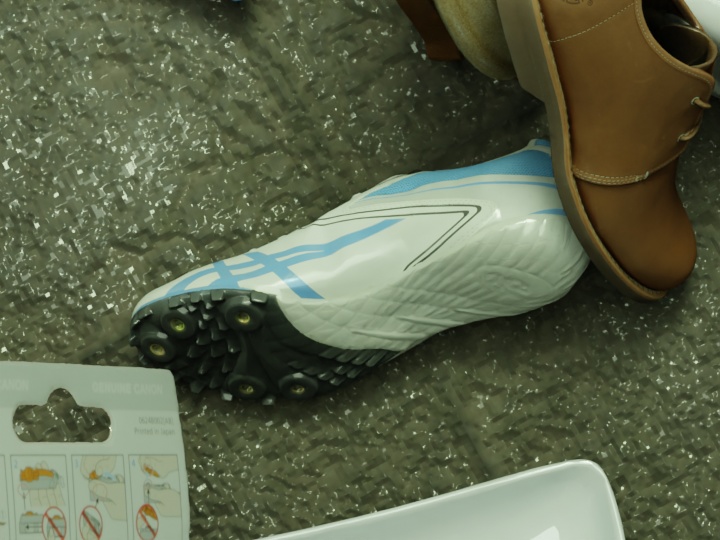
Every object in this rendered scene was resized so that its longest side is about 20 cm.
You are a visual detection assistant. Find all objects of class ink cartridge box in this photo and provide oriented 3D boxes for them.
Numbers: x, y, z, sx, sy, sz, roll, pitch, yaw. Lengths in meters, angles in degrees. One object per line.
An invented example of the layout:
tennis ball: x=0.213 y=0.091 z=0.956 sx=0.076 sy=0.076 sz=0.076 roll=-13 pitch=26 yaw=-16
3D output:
ink cartridge box: x=-0.126 y=0.137 z=1.102 sx=0.047 sy=0.160 sz=0.201 roll=-8 pitch=83 yaw=31

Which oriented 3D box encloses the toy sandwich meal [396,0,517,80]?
toy sandwich meal: x=0.035 y=-0.166 z=1.150 sx=0.070 sy=0.205 sz=0.206 roll=-4 pitch=79 yaw=23

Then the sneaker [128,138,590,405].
sneaker: x=0.000 y=0.000 z=1.194 sx=0.199 sy=0.072 sz=0.073 roll=-16 pitch=40 yaw=10

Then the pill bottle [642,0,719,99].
pill bottle: x=0.183 y=-0.171 z=1.176 sx=0.112 sy=0.112 sz=0.200 roll=27 pitch=83 yaw=10

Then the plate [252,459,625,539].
plate: x=0.027 y=0.195 z=1.165 sx=0.199 sy=0.032 sz=0.200 roll=-14 pitch=78 yaw=3

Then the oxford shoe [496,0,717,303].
oxford shoe: x=0.110 y=-0.060 z=1.126 sx=0.071 sy=0.200 sz=0.071 roll=-8 pitch=47 yaw=16
